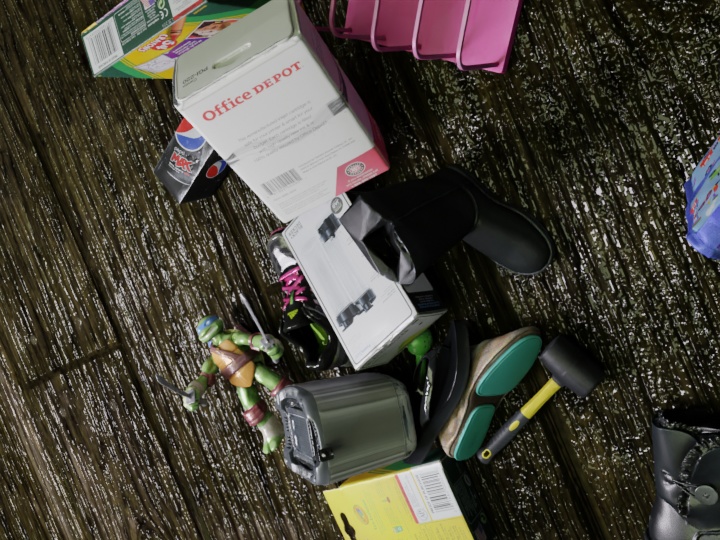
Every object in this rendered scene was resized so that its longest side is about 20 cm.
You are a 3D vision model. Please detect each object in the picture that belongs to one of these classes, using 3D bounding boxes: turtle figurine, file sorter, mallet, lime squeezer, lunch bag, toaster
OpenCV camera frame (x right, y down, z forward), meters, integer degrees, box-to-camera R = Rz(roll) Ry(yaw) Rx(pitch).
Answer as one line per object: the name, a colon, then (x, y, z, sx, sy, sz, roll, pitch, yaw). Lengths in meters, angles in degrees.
turtle figurine: (-0.157, 0.151, 0.951, 0.194, 0.144, 0.200, 48, 163, -7)
file sorter: (0.050, -0.288, 0.721, 0.199, 0.125, 0.140, 22, 115, 26)
mallet: (0.184, 0.149, 0.817, 0.066, 0.041, 0.200, 49, 127, 11)
lime squeezer: (0.051, 0.067, 0.884, 0.201, 0.038, 0.071, 60, 156, 4)
lunch bag: (0.324, -0.087, 0.558, 0.094, 0.200, 0.151, 39, 120, 16)
toaster: (-0.019, 0.182, 0.862, 0.200, 0.128, 0.115, 159, 100, -69)

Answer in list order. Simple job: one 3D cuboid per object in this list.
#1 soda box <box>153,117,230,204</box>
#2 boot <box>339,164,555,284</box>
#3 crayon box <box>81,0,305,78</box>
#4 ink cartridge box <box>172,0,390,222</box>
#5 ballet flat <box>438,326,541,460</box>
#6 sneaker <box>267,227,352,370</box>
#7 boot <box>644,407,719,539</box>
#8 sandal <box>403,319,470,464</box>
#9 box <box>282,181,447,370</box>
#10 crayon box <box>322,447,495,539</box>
soda box: (-0.188, -0.179, 0.936, 0.063, 0.071, 0.200, 48, 122, 12)
boot: (0.093, -0.032, 0.720, 0.164, 0.200, 0.066, 39, 120, 17)
crayon box: (-0.193, -0.287, 0.847, 0.199, 0.172, 0.059, -16, 92, 35)
ink cartridge box: (-0.079, -0.163, 0.758, 0.145, 0.200, 0.085, -25, 50, 15)
ballet flat: (0.134, 0.127, 0.826, 0.067, 0.068, 0.201, 55, 129, 45)
sneaker: (-0.070, 0.040, 0.913, 0.073, 0.087, 0.201, -26, 89, 35)
boot: (0.374, 0.228, 0.690, 0.199, 0.076, 0.170, 12, 114, 36)
sandal: (0.079, 0.146, 0.837, 0.042, 0.076, 0.202, 13, 117, -11)
box: (0.000, 0.000, 0.846, 0.117, 0.060, 0.201, -46, 63, 32)
crayon box: (0.058, 0.311, 0.931, 0.199, 0.051, 0.128, -24, 90, 34)
